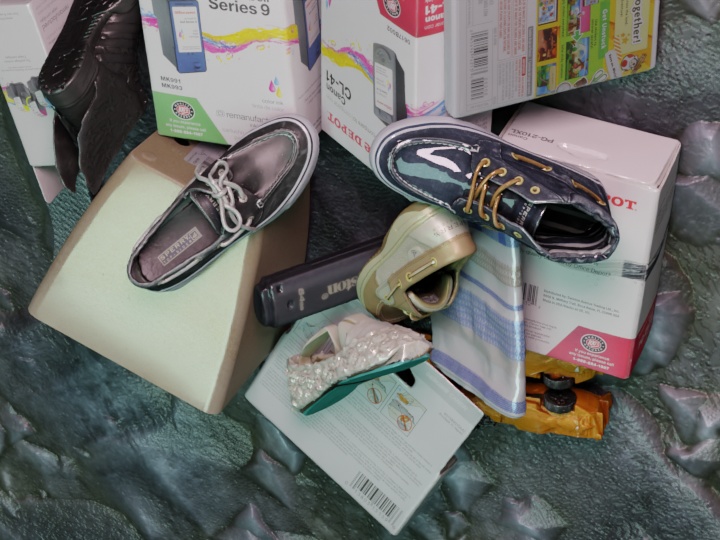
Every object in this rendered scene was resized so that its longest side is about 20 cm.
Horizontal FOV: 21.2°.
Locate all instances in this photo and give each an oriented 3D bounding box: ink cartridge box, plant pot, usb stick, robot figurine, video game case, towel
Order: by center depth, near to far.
[{"bbox_3d":[0.148,-0.225,1.474,0.180,0.023,0.201,-15,128,-16],"label":"video game case"},{"bbox_3d":[0.037,-0.180,1.563,0.147,0.085,0.201,41,141,43],"label":"ink cartridge box"},{"bbox_3d":[0.183,-0.026,1.635,0.144,0.084,0.201,16,128,16],"label":"ink cartridge box"},{"bbox_3d":[0.095,0.015,1.642,0.147,0.024,0.202,34,134,56],"label":"towel"},{"bbox_3d":[-0.108,-0.212,1.653,0.144,0.088,0.202,10,125,21],"label":"ink cartridge box"},{"bbox_3d":[0.000,0.000,1.696,0.033,0.198,0.056,54,155,40],"label":"usb stick"},{"bbox_3d":[-0.263,-0.173,1.741,0.067,0.115,0.201,0,123,28],"label":"ink cartridge box"},{"bbox_3d":[-0.151,-0.026,1.748,0.199,0.200,0.178,29,120,6],"label":"plant pot"},{"bbox_3d":[0.130,0.090,1.762,0.198,0.058,0.146,11,126,20],"label":"robot figurine"},{"bbox_3d":[0.008,0.118,1.786,0.200,0.043,0.174,42,122,11],"label":"ink cartridge box"}]

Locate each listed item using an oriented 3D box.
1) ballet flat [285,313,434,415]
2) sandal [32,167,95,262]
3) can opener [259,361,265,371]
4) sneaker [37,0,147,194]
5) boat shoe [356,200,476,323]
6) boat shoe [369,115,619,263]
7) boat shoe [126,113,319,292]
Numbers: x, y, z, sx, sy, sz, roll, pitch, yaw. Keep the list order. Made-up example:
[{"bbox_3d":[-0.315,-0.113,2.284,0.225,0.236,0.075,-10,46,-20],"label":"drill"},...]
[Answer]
[{"bbox_3d":[-0.012,0.075,1.695,0.072,0.072,0.200,47,144,-10],"label":"ballet flat"},{"bbox_3d":[-0.269,-0.037,1.896,0.075,0.043,0.202,2,113,18],"label":"sandal"},{"bbox_3d":[-0.009,0.132,1.860,0.199,0.063,0.079,27,131,7],"label":"can opener"},{"bbox_3d":[-0.222,-0.174,1.689,0.060,0.201,0.104,6,147,33],"label":"sneaker"},{"bbox_3d":[0.048,0.006,1.620,0.067,0.074,0.200,60,160,17],"label":"boat shoe"},{"bbox_3d":[0.106,-0.063,1.492,0.198,0.091,0.071,14,110,-11],"label":"boat shoe"},{"bbox_3d":[-0.118,-0.057,1.610,0.199,0.068,0.074,-37,86,6],"label":"boat shoe"}]
